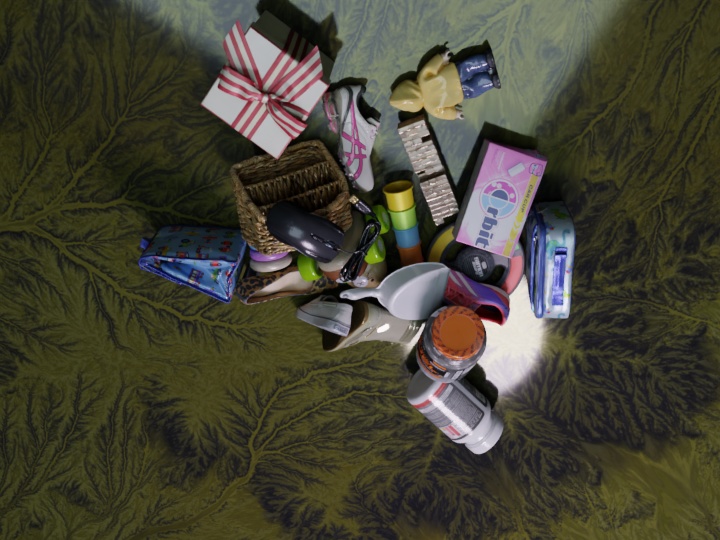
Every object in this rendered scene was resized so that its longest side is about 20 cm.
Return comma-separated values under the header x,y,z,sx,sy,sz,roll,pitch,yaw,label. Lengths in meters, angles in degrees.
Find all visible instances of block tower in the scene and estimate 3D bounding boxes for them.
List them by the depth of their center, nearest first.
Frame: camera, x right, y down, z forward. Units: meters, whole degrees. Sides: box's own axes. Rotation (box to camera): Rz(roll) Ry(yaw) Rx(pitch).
x,y,z,sx,sy,sz,roll,pitch,yaw,label
0.130,-0.190,1.582,0.057,0.054,0.202,-17,115,13,block tower

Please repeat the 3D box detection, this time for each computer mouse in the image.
x,y,z,sx,sy,sz,roll,pitch,yaw,label
-0.054,-0.078,1.468,0.199,0.046,0.141,33,91,-20,computer mouse

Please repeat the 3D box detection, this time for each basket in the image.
x,y,z,sx,sy,sz,roll,pitch,yaw,label
-0.119,-0.132,1.536,0.198,0.142,0.151,-19,120,-25,basket

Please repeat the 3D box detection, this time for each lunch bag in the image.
x,y,z,sx,sy,sz,roll,pitch,yaw,label
0.355,-0.020,1.592,0.081,0.161,0.203,-2,117,4,lunch bag
-0.326,-0.034,1.634,0.197,0.151,0.095,14,117,-3,lunch bag

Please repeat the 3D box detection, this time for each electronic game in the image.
x,y,z,sx,sy,sz,roll,pitch,yaw,label
0.225,-0.013,1.671,0.197,0.042,0.203,1,116,3,electronic game

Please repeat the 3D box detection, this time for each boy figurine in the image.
x,y,z,sx,sy,sz,roll,pitch,yaw,label
0.149,-0.323,1.509,0.197,0.065,0.126,-18,114,13,boy figurine

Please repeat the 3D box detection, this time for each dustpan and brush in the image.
x,y,z,sx,sy,sz,roll,pitch,yaw,label
0.060,0.043,1.603,0.197,0.058,0.141,-12,137,-20,dustpan and brush

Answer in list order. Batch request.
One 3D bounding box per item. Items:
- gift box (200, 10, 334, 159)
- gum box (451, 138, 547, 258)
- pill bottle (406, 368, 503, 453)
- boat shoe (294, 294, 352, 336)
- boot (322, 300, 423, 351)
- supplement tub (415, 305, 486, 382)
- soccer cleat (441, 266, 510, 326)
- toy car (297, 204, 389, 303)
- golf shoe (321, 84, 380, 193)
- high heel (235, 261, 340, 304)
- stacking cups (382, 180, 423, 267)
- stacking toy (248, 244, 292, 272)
x,y,z,sx,sy,sz,roll,pitch,yaw,label
-0.154,-0.334,1.454,0.183,0.187,0.201,29,116,-12,gift box
0.256,-0.139,1.573,0.112,0.066,0.203,17,104,-6,gum box
0.200,0.287,1.780,0.200,0.116,0.116,43,112,-16,pill bottle
-0.070,0.080,1.673,0.071,0.200,0.067,23,85,-20,boat shoe
0.021,0.122,1.727,0.153,0.073,0.200,8,154,-29,boot
0.173,0.139,1.625,0.120,0.200,0.124,1,72,-2,supplement tub
0.198,0.049,1.645,0.197,0.074,0.069,20,124,-5,soccer cleat
0.000,0.000,1.642,0.162,0.159,0.201,-15,128,22,toy car
-0.002,-0.239,1.555,0.091,0.073,0.202,-15,114,9,golf shoe
-0.141,0.039,1.663,0.197,0.143,0.072,7,117,0,high heel
0.085,-0.070,1.643,0.060,0.061,0.202,-6,118,7,stacking cups
-0.187,-0.104,1.639,0.084,0.086,0.203,-5,109,6,stacking toy
